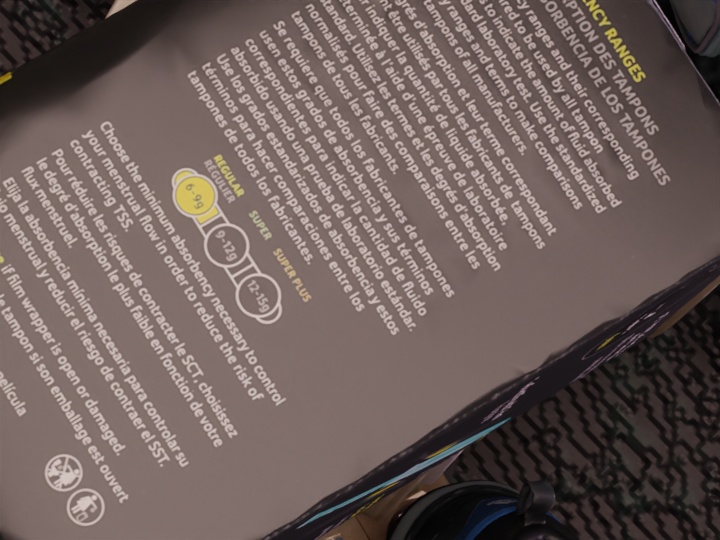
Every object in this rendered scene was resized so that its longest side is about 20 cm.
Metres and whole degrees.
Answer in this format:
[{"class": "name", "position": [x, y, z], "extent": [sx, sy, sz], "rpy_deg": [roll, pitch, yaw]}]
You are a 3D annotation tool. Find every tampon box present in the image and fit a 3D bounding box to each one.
[{"class": "tampon box", "position": [-0.022, -0.001, 0.668], "extent": [0.200, 0.150, 0.126], "rpy_deg": [-31, 83, -13]}]

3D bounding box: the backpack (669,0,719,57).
[{"class": "backpack", "position": [0.159, -0.132, 0.796], "extent": [0.153, 0.176, 0.200], "rpy_deg": [-21, 82, -3]}]

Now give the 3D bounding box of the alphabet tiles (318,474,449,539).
[{"class": "alphabet tiles", "position": [-0.029, 0.130, 0.847], "extent": [0.167, 0.008, 0.200], "rpy_deg": [-29, 81, -14]}]

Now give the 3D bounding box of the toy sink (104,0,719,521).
[{"class": "toy sink", "position": [0.000, 0.000, 0.815], "extent": [0.200, 0.130, 0.112], "rpy_deg": [27, 73, -1]}]

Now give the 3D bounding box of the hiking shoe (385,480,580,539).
[{"class": "hiking shoe", "position": [0.051, 0.163, 0.795], "extent": [0.074, 0.087, 0.200], "rpy_deg": [-15, 91, -14]}]
